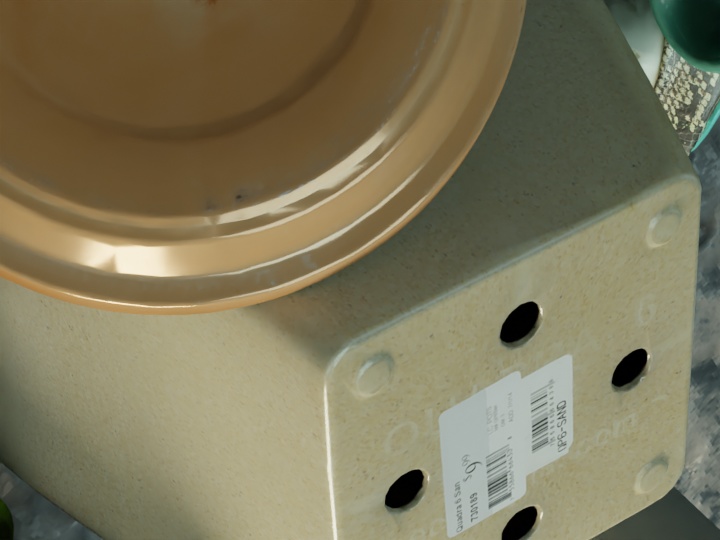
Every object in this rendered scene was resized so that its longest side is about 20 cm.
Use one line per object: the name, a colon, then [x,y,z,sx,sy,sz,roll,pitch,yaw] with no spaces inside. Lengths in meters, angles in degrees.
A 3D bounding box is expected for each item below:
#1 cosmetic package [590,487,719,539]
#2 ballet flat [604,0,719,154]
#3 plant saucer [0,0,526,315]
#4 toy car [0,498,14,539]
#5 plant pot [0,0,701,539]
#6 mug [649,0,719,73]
cosmetic package: [0.094,0.142,1.006,0.090,0.200,0.107,3,121,-43]
ballet flat: [0.088,-0.049,0.954,0.075,0.068,0.201,4,123,-26]
plant saucer: [-0.052,-0.090,0.697,0.200,0.201,0.032,-39,178,-9]
toy car: [-0.094,0.178,0.910,0.158,0.164,0.200,-52,150,7]
plant pot: [0.000,0.000,0.820,0.199,0.177,0.201,-26,137,-24]
mug: [0.130,-0.161,0.825,0.152,0.114,0.185,-50,130,-4]
